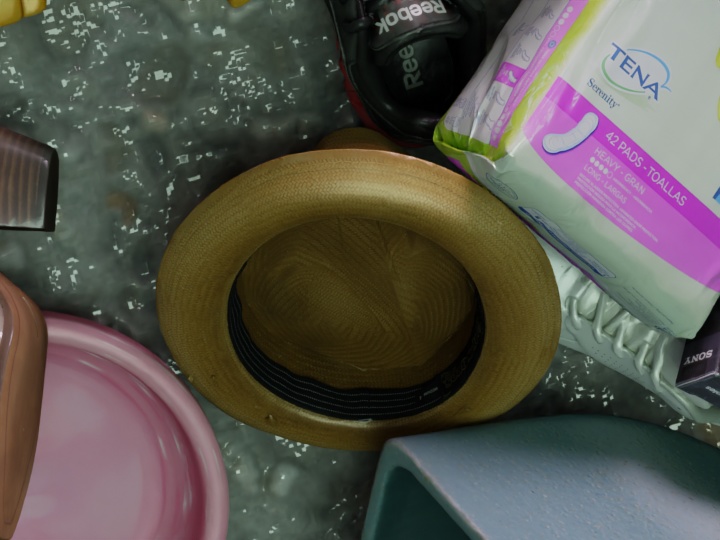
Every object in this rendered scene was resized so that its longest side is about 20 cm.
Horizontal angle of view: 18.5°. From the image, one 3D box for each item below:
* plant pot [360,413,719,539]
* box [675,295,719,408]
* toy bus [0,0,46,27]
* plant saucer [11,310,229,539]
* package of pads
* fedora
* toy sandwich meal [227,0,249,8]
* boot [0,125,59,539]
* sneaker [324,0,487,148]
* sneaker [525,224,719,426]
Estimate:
[{"bbox_3d":[0.127,0.185,1.065,0.200,0.196,0.197,-15,133,-34],"label":"plant pot"},{"bbox_3d":[0.238,-0.005,1.069,0.143,0.036,0.200,26,66,-20],"label":"box"},{"bbox_3d":[-0.186,-0.197,0.941,0.065,0.078,0.200,-15,110,-8],"label":"toy bus"},{"bbox_3d":[-0.165,0.111,1.061,0.200,0.051,0.201,-4,109,-11],"label":"plant saucer"},{"bbox_3d":[0.142,-0.094,0.990,0.154,0.068,0.200,38,84,-31],"label":"package of pads"},{"bbox_3d":[0.000,0.000,1.029,0.200,0.082,0.201,1,136,1],"label":"fedora"},{"bbox_3d":[-0.035,-0.197,0.928,0.205,0.205,0.070,-40,147,2],"label":"toy sandwich meal"},{"bbox_3d":[-0.214,0.014,0.978,0.146,0.070,0.200,4,76,3],"label":"boot"},{"bbox_3d":[0.010,-0.143,0.994,0.071,0.098,0.201,-21,109,-4],"label":"sneaker"},{"bbox_3d":[0.144,0.023,1.077,0.200,0.099,0.078,23,103,-19],"label":"sneaker"}]
